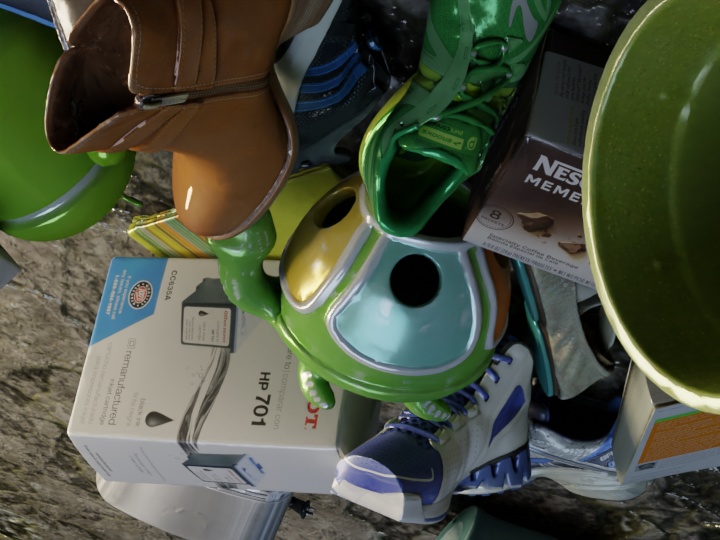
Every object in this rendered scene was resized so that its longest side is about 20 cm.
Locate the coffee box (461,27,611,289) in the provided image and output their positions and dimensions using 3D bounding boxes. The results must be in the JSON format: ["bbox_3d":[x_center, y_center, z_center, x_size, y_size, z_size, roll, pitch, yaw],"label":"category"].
[{"bbox_3d":[0.170,-0.042,0.865,0.198,0.081,0.113,21,148,-6],"label":"coffee box"}]

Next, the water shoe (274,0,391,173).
[{"bbox_3d":[-0.019,-0.130,0.859,0.078,0.072,0.201,-4,151,-20],"label":"water shoe"}]

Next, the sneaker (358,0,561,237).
[{"bbox_3d":[0.057,-0.096,0.816,0.073,0.084,0.201,13,132,-14],"label":"sneaker"}]

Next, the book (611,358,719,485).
[{"bbox_3d":[0.240,0.090,0.998,0.132,0.049,0.201,-9,156,0],"label":"book"}]

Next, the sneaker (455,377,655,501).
[{"bbox_3d":[0.124,0.116,1.145,0.197,0.078,0.086,-1,134,15],"label":"sneaker"}]

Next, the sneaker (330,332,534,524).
[{"bbox_3d":[0.058,0.093,1.023,0.080,0.117,0.198,16,-166,32],"label":"sneaker"}]

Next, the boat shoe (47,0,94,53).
[{"bbox_3d":[-0.148,-0.175,0.761,0.071,0.072,0.202,5,120,23],"label":"boat shoe"}]

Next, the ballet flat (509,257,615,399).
[{"bbox_3d":[0.135,0.014,1.001,0.062,0.068,0.201,-19,144,2],"label":"ballet flat"}]

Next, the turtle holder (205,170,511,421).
[{"bbox_3d":[0.008,-0.005,0.949,0.184,0.141,0.133,30,136,11],"label":"turtle holder"}]

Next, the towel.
[{"bbox_3d":[-0.068,-0.031,1.059,0.198,0.018,0.086,-14,141,38],"label":"towel"}]

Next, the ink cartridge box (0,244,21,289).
[{"bbox_3d":[-0.317,-0.054,0.964,0.200,0.083,0.146,48,173,2],"label":"ink cartridge box"}]

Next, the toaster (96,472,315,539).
[{"bbox_3d":[-0.121,0.156,1.271,0.198,0.115,0.130,22,145,-4],"label":"toaster"}]

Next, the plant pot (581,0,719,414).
[{"bbox_3d":[0.240,-0.040,0.727,0.188,0.203,0.200,-2,156,-26],"label":"plant pot"}]

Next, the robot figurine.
[{"bbox_3d":[-0.217,-0.098,0.936,0.174,0.117,0.200,1,145,35],"label":"robot figurine"}]

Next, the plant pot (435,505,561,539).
[{"bbox_3d":[0.134,0.312,1.323,0.187,0.201,0.200,36,146,-1],"label":"plant pot"}]

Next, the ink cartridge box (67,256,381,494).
[{"bbox_3d":[-0.089,0.073,1.078,0.197,0.148,0.086,0,150,16],"label":"ink cartridge box"}]

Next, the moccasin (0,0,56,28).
[{"bbox_3d":[-0.210,-0.195,0.841,0.197,0.081,0.068,13,142,-14],"label":"moccasin"}]

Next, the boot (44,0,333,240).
[{"bbox_3d":[-0.094,-0.078,0.752,0.073,0.154,0.202,35,128,19],"label":"boot"}]
